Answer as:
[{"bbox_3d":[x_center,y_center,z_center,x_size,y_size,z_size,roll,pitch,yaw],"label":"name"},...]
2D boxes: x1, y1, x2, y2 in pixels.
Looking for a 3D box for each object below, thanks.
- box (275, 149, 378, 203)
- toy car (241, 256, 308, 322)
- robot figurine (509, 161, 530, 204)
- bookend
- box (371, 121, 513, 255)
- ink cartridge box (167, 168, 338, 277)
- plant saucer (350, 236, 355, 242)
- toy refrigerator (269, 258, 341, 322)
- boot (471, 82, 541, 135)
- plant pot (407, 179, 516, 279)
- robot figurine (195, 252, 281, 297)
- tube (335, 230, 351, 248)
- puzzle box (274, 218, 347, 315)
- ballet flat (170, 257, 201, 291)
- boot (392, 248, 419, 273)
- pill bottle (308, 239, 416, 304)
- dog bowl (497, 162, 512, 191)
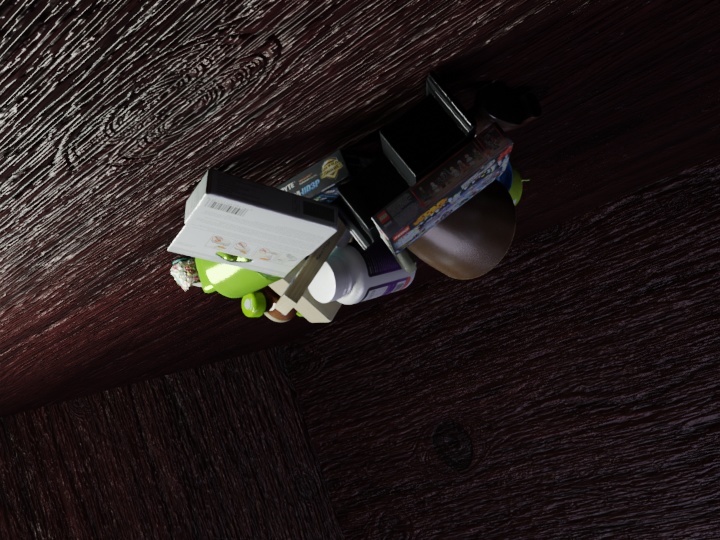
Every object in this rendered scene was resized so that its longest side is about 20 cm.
[{"bbox_3d":[-0.035,-0.134,1.149,0.158,0.046,0.200,-25,171,30],"label":"box"},{"bbox_3d":[-0.144,-0.001,1.476,0.164,0.159,0.200,2,146,-42],"label":"toy car"},{"bbox_3d":[0.241,-0.157,1.424,0.175,0.117,0.200,17,150,-36],"label":"robot figurine"},{"bbox_3d":[0.048,-0.138,0.956,0.200,0.092,0.199,-38,170,0],"label":"bookend"},{"bbox_3d":[0.110,-0.103,0.942,0.200,0.040,0.137,-38,169,1],"label":"box"},{"bbox_3d":[-0.159,-0.061,1.024,0.199,0.044,0.173,14,150,-28],"label":"ink cartridge box"},{"bbox_3d":[0.022,-0.049,1.412,0.199,0.202,0.032,-13,-151,-43],"label":"plant saucer"},{"bbox_3d":[-0.127,0.014,1.362,0.076,0.200,0.070,-7,-135,53],"label":"toy refrigerator"},{"bbox_3d":[0.156,-0.212,1.081,0.199,0.065,0.186,-21,172,38],"label":"boot"},{"bbox_3d":[0.125,-0.094,1.160,0.186,0.188,0.199,-26,154,36],"label":"plant pot"},{"bbox_3d":[-0.184,-0.026,1.183,0.199,0.116,0.175,-23,166,31],"label":"robot figurine"},{"bbox_3d":[-0.099,-0.071,1.311,0.077,0.051,0.199,-7,-172,-39],"label":"tube"},{"bbox_3d":[-0.068,-0.024,1.135,0.201,0.025,0.133,-57,-175,-17],"label":"puzzle box"},{"bbox_3d":[-0.271,-0.004,1.371,0.199,0.064,0.076,-16,170,-32],"label":"ballet flat"},{"bbox_3d":[0.070,-0.078,1.306,0.077,0.139,0.200,-32,-172,26],"label":"boot"},{"bbox_3d":[0.000,0.000,1.303,0.199,0.112,0.111,-14,170,-43],"label":"pill bottle"},{"bbox_3d":[0.184,-0.158,1.317,0.199,0.112,0.050,-23,-171,6],"label":"dog bowl"}]
